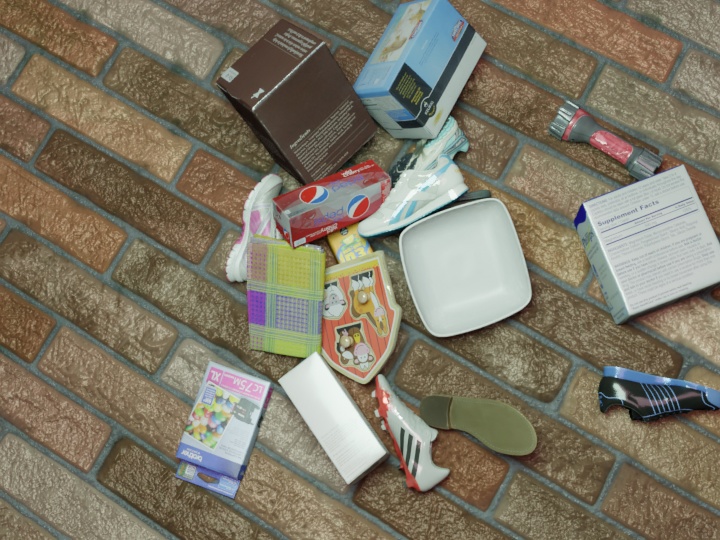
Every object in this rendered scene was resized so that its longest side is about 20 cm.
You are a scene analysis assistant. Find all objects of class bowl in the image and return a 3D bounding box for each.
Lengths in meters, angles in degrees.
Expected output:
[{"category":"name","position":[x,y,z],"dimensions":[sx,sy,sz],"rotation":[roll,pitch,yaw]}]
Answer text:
[{"category":"bowl","position":[0.172,-0.006,1.466],"dimensions":[0.196,0.075,0.204],"rotation":[-18,94,1]}]

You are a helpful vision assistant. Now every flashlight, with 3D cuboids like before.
[{"category":"flashlight","position":[0.424,-0.220,1.512],"dimensions":[0.198,0.068,0.068],"rotation":[34,81,12]}]

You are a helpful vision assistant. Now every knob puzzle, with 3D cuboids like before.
[{"category":"knob puzzle","position":[-0.016,0.088,1.452],"dimensions":[0.216,0.030,0.225],"rotation":[3,94,36]}]

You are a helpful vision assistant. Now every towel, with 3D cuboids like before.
[{"category":"towel","position":[-0.125,0.045,1.475],"dimensions":[0.140,0.023,0.205],"rotation":[7,107,17]}]

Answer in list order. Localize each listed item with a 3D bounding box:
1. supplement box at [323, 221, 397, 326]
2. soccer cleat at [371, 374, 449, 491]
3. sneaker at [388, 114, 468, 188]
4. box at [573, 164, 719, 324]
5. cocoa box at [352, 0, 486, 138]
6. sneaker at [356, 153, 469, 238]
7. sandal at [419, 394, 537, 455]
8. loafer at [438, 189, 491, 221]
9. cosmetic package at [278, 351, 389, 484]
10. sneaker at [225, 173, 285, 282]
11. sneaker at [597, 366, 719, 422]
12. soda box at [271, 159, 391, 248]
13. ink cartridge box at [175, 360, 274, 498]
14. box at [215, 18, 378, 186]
[{"category":"supplement box","position":[0.000,0.000,1.504],"dimensions":[0.065,0.069,0.203],"rotation":[-25,74,-3]},{"category":"soccer cleat","position":[0.081,0.261,1.435],"dimensions":[0.084,0.069,0.204],"rotation":[-22,81,5]},{"category":"sneaker","position":[0.115,-0.171,1.526],"dimensions":[0.086,0.078,0.201],"rotation":[36,99,-26]},{"category":"box","position":[0.479,-0.040,1.447],"dimensions":[0.180,0.105,0.204],"rotation":[-20,77,1]},{"category":"cocoa box","position":[0.098,-0.348,1.509],"dimensions":[0.131,0.132,0.203],"rotation":[36,77,-31]},{"category":"sneaker","position":[0.078,-0.117,1.448],"dimensions":[0.197,0.076,0.082],"rotation":[-28,87,6]},{"category":"sandal","position":[0.202,0.243,1.433],"dimensions":[0.208,0.069,0.080],"rotation":[11,94,30]},{"category":"loafer","position":[0.136,-0.089,1.511],"dimensions":[0.195,0.072,0.064],"rotation":[-13,82,0]},{"category":"cosmetic package","position":[-0.041,0.242,1.432],"dimensions":[0.084,0.108,0.201],"rotation":[-37,75,-3]},{"category":"sneaker","position":[-0.165,-0.067,1.533],"dimensions":[0.086,0.081,0.204],"rotation":[16,87,8]},{"category":"sneaker","position":[0.484,0.212,1.413],"dimensions":[0.195,0.070,0.080],"rotation":[11,83,14]},{"category":"soda box","position":[-0.046,-0.113,1.462],"dimensions":[0.197,0.064,0.070],"rotation":[-23,44,-21]},{"category":"ink cartridge box","position":[-0.234,0.269,1.480],"dimensions":[0.117,0.042,0.204],"rotation":[17,81,9]},{"category":"box","position":[-0.106,-0.279,1.480],"dimensions":[0.164,0.201,0.166],"rotation":[-42,41,-5]}]
